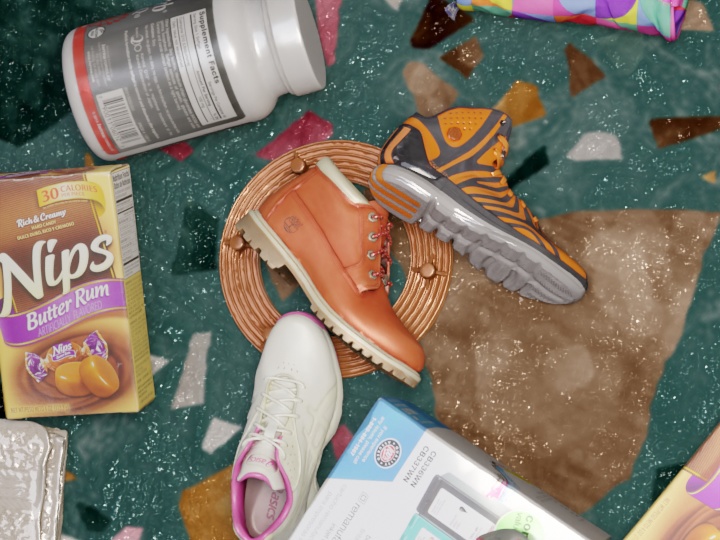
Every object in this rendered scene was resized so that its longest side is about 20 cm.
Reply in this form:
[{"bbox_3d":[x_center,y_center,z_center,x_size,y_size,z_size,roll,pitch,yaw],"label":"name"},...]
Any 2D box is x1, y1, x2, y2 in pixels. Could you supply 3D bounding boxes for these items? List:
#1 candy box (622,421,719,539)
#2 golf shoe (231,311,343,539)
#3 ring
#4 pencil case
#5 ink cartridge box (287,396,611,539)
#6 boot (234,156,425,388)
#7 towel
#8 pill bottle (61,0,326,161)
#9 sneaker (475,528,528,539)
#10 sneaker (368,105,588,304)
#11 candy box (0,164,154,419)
[{"bbox_3d":[0.306,0.176,1.451,0.117,0.056,0.200,40,93,14],"label":"candy box"},{"bbox_3d":[-0.062,0.133,1.507,0.075,0.092,0.201,6,89,14],"label":"golf shoe"},{"bbox_3d":[-0.022,-0.011,1.561,0.199,0.019,0.202,-2,83,12],"label":"ring"},{"bbox_3d":[0.168,-0.237,1.518,0.199,0.088,0.089,8,84,12],"label":"pencil case"},{"bbox_3d":[0.070,0.214,1.447,0.200,0.146,0.147,33,91,12],"label":"ink cartridge box"},{"bbox_3d":[0.000,0.000,1.511,0.107,0.075,0.200,-41,76,-1],"label":"boot"},{"bbox_3d":[-0.346,0.190,1.593,0.199,0.034,0.133,1,82,12],"label":"towel"},{"bbox_3d":[-0.136,-0.169,1.555,0.199,0.116,0.116,-15,80,9],"label":"pill bottle"},{"bbox_3d":[0.076,0.280,1.338,0.095,0.079,0.200,31,93,-10],"label":"sneaker"},{"bbox_3d":[0.113,-0.063,1.510,0.200,0.078,0.112,34,65,-7],"label":"sneaker"},{"bbox_3d":[-0.242,0.017,1.548,0.116,0.056,0.201,-4,98,11],"label":"candy box"}]
